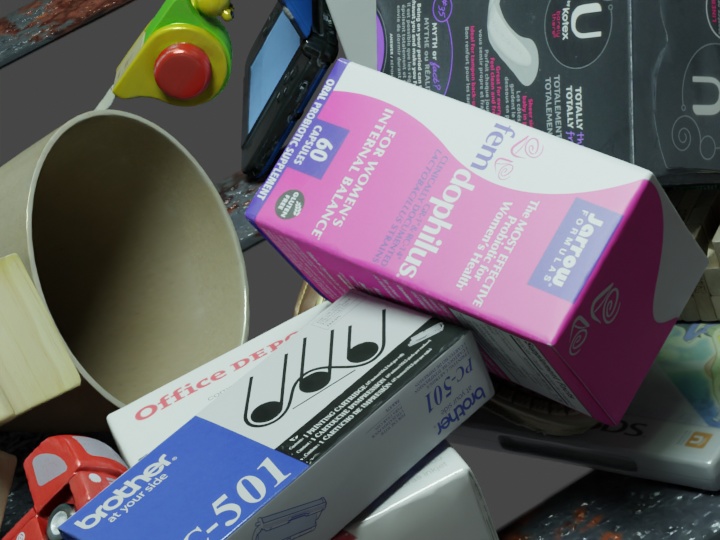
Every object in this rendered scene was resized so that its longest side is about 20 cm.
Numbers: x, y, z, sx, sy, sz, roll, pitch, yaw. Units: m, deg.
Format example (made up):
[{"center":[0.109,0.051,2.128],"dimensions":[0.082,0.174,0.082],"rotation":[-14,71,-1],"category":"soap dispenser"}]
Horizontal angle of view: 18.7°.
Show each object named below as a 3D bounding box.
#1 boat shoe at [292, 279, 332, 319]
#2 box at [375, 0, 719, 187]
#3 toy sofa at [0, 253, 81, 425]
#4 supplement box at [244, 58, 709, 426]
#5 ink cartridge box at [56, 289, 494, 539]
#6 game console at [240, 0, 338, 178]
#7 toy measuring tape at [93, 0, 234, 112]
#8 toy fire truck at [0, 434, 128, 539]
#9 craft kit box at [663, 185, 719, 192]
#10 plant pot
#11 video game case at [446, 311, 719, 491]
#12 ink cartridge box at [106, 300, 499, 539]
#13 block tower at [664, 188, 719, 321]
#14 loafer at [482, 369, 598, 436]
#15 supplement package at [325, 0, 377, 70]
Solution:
[{"center":[0.000,-0.001,1.321],"dimensions":[0.067,0.072,0.200],"rotation":[-11,24,27],"category":"boat shoe"},{"center":[0.111,-0.105,1.209],"dimensions":[0.106,0.123,0.199],"rotation":[-3,3,-40],"category":"box"},{"center":[-0.253,0.070,1.214],"dimensions":[0.097,0.083,0.200],"rotation":[-25,-3,-42],"category":"toy sofa"},{"center":[0.058,-0.016,1.104],"dimensions":[0.199,0.103,0.102],"rotation":[23,76,33],"category":"supplement box"},{"center":[-0.038,0.090,1.044],"dimensions":[0.200,0.044,0.094],"rotation":[-39,34,-26],"category":"ink cartridge box"},{"center":[-0.081,-0.195,1.561],"dimensions":[0.171,0.118,0.200],"rotation":[-57,17,25],"category":"game console"},{"center":[-0.148,-0.128,1.604],"dimensions":[0.200,0.073,0.074],"rotation":[-51,19,25],"category":"toy measuring tape"},{"center":[-0.201,0.143,1.158],"dimensions":[0.200,0.049,0.141],"rotation":[-46,43,18],"category":"toy fire truck"},{"center":[0.132,-0.139,1.299],"dimensions":[0.048,0.201,0.197],"rotation":[1,2,-38],"category":"craft kit box"},{"center":[-0.201,0.022,1.324],"dimensions":[0.199,0.188,0.188],"rotation":[-18,26,35],"category":"plant pot"},{"center":[0.162,0.037,1.197],"dimensions":[0.182,0.022,0.200],"rotation":[7,39,40],"category":"video game case"},{"center":[-0.031,0.117,1.125],"dimensions":[0.147,0.086,0.200],"rotation":[-27,32,-9],"category":"ink cartridge box"},{"center":[0.141,-0.008,1.206],"dimensions":[0.199,0.058,0.054],"rotation":[-3,33,31],"category":"block tower"},{"center":[0.065,0.031,1.179],"dimensions":[0.200,0.068,0.076],"rotation":[31,79,36],"category":"loafer"},{"center":[0.069,-0.214,1.491],"dimensions":[0.190,0.201,0.147],"rotation":[-18,30,6],"category":"supplement package"}]
